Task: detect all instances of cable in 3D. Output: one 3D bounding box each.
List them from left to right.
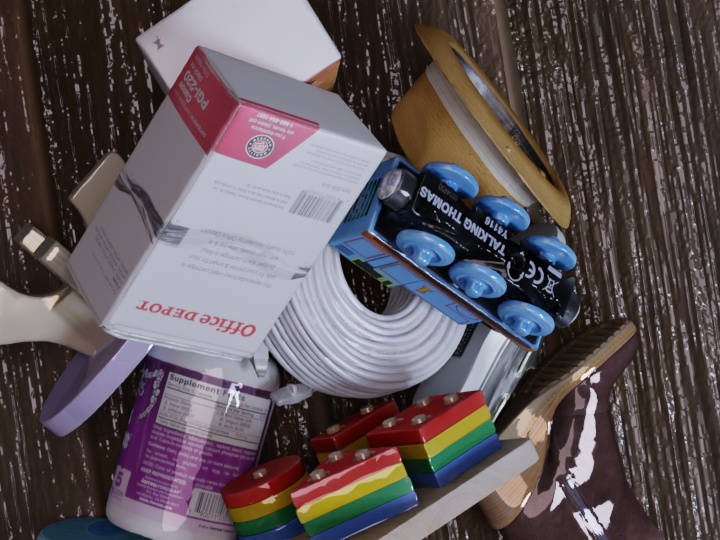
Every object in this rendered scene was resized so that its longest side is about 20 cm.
[{"bbox_3d":[0.000,0.000,1.450,0.198,0.069,0.202,-4,82,-36],"label":"cable"}]

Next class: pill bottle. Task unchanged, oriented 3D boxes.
[{"bbox_3d":[-0.127,0.115,1.461,0.111,0.112,0.202,15,87,-2],"label":"pill bottle"}]

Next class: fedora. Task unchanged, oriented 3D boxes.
[{"bbox_3d":[0.086,-0.099,1.452,0.082,0.201,0.201,-37,90,12],"label":"fedora"}]

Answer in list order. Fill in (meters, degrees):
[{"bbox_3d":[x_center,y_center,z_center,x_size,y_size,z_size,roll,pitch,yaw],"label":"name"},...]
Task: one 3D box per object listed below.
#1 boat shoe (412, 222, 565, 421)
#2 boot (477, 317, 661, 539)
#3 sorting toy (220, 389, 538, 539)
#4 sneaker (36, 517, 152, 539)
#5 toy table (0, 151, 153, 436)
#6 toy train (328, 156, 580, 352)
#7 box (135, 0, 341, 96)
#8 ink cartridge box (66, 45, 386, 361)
[{"bbox_3d":[0.115,0.055,1.504,0.064,0.070,0.201,40,77,-33],"label":"boat shoe"},{"bbox_3d":[0.194,0.158,1.510,0.200,0.072,0.166,-45,103,-5],"label":"boot"},{"bbox_3d":[-0.004,0.160,1.383,0.198,0.199,0.070,-28,99,-35],"label":"sorting toy"},{"bbox_3d":[-0.176,0.282,1.473,0.198,0.079,0.132,14,109,18],"label":"sneaker"},{"bbox_3d":[-0.216,0.015,1.437,0.117,0.183,0.201,42,72,-17],"label":"toy table"},{"bbox_3d":[0.077,-0.012,1.396,0.199,0.114,0.087,34,65,-27],"label":"toy train"},{"bbox_3d":[-0.093,-0.160,1.428,0.124,0.200,0.098,-33,90,-3],"label":"box"},{"bbox_3d":[-0.098,-0.043,1.315,0.145,0.085,0.201,15,117,-42],"label":"ink cartridge box"}]
